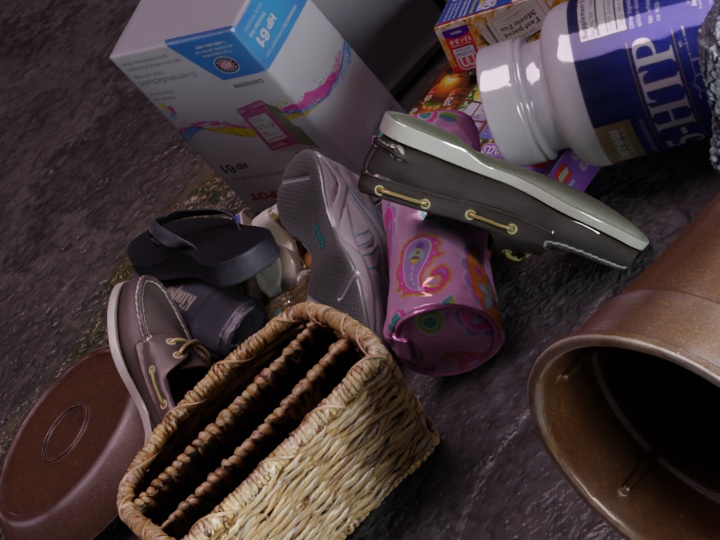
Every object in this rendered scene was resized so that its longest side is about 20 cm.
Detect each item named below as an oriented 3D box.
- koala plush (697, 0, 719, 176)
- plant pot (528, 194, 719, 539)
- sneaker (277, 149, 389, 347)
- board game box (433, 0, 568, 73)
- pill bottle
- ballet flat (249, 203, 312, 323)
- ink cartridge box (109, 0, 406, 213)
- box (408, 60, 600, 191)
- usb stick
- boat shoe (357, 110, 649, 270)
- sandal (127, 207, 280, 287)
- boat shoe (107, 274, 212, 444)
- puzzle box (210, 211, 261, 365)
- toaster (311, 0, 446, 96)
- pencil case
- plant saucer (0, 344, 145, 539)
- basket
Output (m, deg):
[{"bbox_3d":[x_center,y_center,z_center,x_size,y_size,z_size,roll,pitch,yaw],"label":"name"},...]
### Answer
[{"bbox_3d":[0.307,-0.145,1.521,0.177,0.184,0.200,9,55,10],"label":"koala plush"},{"bbox_3d":[0.233,0.047,1.356,0.200,0.200,0.198,3,43,48],"label":"plant pot"},{"bbox_3d":[0.000,0.000,1.756,0.070,0.080,0.200,-42,46,37],"label":"sneaker"},{"bbox_3d":[0.169,-0.230,1.856,0.200,0.046,0.152,-14,27,25],"label":"board game box"},{"bbox_3d":[0.189,-0.138,1.667,0.200,0.120,0.120,-16,37,16],"label":"pill bottle"},{"bbox_3d":[-0.054,-0.013,1.847,0.071,0.065,0.200,-38,30,15],"label":"ballet flat"},{"bbox_3d":[-0.076,-0.143,1.909,0.144,0.200,0.085,-7,48,42],"label":"ink cartridge box"},{"bbox_3d":[0.120,-0.116,1.820,0.200,0.039,0.137,8,56,50],"label":"box"},{"bbox_3d":[-0.130,0.030,1.834,0.055,0.033,0.200,-61,30,-5],"label":"usb stick"},{"bbox_3d":[0.097,-0.043,1.640,0.072,0.201,0.061,-86,20,-78],"label":"boat shoe"},{"bbox_3d":[-0.120,-0.026,1.824,0.076,0.043,0.200,-33,17,-24],"label":"sandal"},{"bbox_3d":[-0.131,0.085,1.742,0.060,0.072,0.200,-36,57,32],"label":"boat shoe"},{"bbox_3d":[-0.128,0.052,1.869,0.133,0.025,0.200,-36,31,17],"label":"puzzle box"},{"bbox_3d":[-0.031,-0.237,2.005,0.119,0.200,0.181,-49,40,-9],"label":"toaster"},{"bbox_3d":[0.052,-0.023,1.702,0.087,0.087,0.200,-25,47,22],"label":"pencil case"},{"bbox_3d":[-0.215,0.131,1.834,0.200,0.034,0.200,-37,30,26],"label":"plant saucer"},{"bbox_3d":[-0.071,0.111,1.593,0.200,0.149,0.143,-45,58,-7],"label":"basket"}]
